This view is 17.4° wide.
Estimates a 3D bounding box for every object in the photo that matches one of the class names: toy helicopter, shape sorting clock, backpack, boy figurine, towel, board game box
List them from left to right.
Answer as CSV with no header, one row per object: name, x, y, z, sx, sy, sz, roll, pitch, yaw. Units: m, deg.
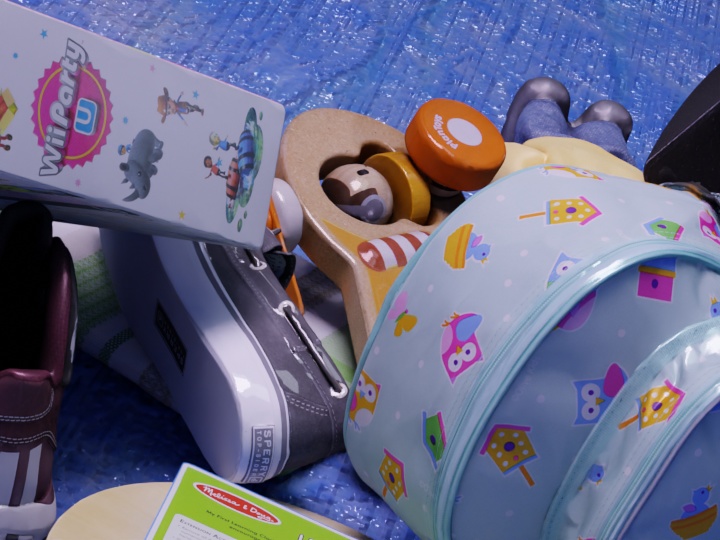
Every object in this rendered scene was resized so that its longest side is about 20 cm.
board game box,-0.149,-0.062,0.893,0.147,0.064,0.200,7,-5,40
towel,-0.078,0.018,1.060,0.200,0.031,0.149,32,32,20
shape sorting clock,-0.022,0.138,0.848,0.199,0.039,0.200,20,25,-10
toy helicopter,0.000,0.000,1.039,0.132,0.079,0.200,15,42,-23
boy figurine,0.119,-0.032,1.232,0.124,0.065,0.200,18,28,-11
backpack,0.103,0.055,0.916,0.200,0.176,0.153,17,22,-33

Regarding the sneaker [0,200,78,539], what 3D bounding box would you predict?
sneaker,-0.144,0.006,0.920,0.075,0.116,0.200,3,35,-25

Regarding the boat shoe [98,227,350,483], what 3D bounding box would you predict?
boat shoe,-0.055,0.006,0.984,0.066,0.070,0.200,-7,41,-25

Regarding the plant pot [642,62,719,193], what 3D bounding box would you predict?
plant pot,0.265,-0.059,1.198,0.177,0.200,0.200,-30,82,-40
